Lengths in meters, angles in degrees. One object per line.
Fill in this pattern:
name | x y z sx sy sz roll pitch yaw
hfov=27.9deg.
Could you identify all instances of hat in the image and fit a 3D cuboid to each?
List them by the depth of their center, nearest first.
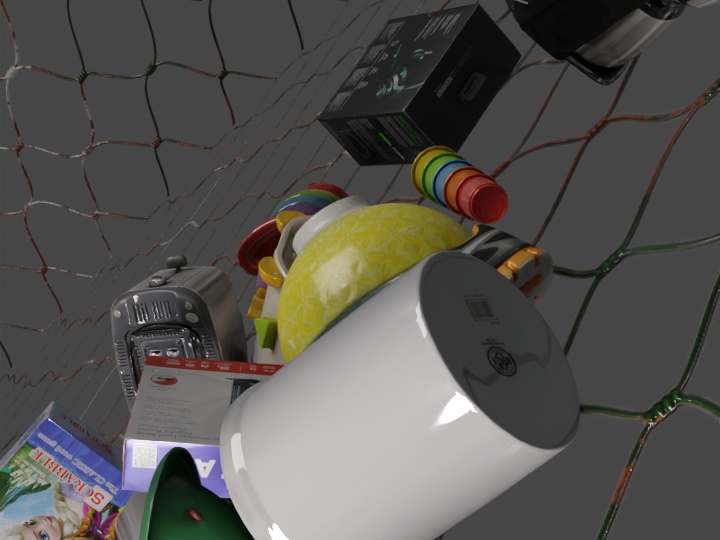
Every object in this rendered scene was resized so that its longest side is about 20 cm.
hat | -0.051 0.223 1.002 0.166 0.175 0.201 61 -150 -72

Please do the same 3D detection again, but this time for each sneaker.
sneaker | 0.060 0.034 1.158 0.200 0.078 0.077 -33 52 -21

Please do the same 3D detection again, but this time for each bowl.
bowl | 0.000 0.000 1.273 0.200 0.108 0.200 -30 -18 -11

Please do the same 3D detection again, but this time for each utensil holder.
utensil holder | 0.029 0.106 1.010 0.200 0.170 0.170 -38 19 31

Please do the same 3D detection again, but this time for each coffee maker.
coffee maker | 0.230 -0.278 1.292 0.200 0.192 0.135 -34 49 54

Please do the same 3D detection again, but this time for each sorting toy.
sorting toy | -0.075 0.054 1.499 0.200 0.107 0.180 -76 10 -60

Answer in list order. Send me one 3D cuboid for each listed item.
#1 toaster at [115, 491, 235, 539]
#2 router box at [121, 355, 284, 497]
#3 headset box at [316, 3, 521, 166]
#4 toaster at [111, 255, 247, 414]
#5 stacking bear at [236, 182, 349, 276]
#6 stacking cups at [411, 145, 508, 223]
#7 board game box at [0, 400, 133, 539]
toaster | -0.146 0.231 1.333 0.200 0.114 0.129 -49 17 -1
router box | -0.098 0.137 1.268 0.180 0.199 0.049 -97 12 -71
headset box | 0.073 -0.221 1.745 0.200 0.093 0.174 2 53 55
toaster | -0.183 0.089 1.531 0.113 0.201 0.129 -7 17 14
stacking bear | -0.059 -0.049 1.780 0.114 0.121 0.200 -47 7 22
stacking cups | 0.107 -0.085 1.470 0.061 0.060 0.200 -51 19 0
board game box | -0.314 0.273 1.562 0.200 0.200 0.041 -47 15 16
